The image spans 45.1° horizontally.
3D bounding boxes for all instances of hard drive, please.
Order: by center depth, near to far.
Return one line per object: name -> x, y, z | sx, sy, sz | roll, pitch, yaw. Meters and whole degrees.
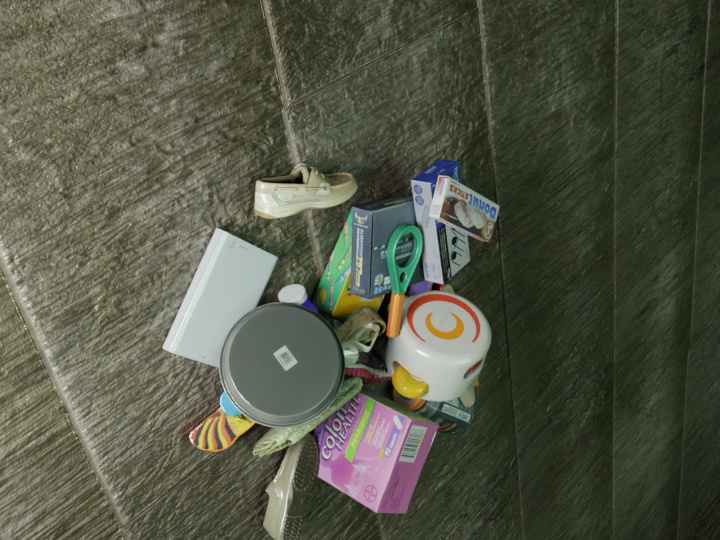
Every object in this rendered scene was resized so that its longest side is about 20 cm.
hard drive -> -0.217, 0.048, 1.364 | 0.132, 0.026, 0.200 | 28, 85, -50

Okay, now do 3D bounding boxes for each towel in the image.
towel -> -0.094, 0.253, 1.514 | 0.200, 0.148, 0.037 | -34, 91, -34

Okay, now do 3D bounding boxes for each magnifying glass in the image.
magnifying glass -> 0.069, 0.018, 1.501 | 0.079, 0.022, 0.201 | -9, 113, -49

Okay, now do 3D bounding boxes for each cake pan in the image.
cake pan -> -0.120, 0.143, 1.356 | 0.200, 0.200, 0.037 | -53, 178, -19

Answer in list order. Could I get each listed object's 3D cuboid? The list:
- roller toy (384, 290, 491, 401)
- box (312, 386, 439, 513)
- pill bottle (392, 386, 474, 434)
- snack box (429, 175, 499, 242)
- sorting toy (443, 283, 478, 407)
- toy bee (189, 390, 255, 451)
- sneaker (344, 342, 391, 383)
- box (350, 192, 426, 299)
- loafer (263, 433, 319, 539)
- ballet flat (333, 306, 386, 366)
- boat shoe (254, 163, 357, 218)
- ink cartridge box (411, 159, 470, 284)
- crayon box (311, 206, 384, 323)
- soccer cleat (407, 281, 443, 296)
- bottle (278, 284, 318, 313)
roller toy -> 0.141, 0.144, 1.602 | 0.182, 0.200, 0.140 | 2, 134, -11
box -> 0.015, 0.323, 1.604 | 0.097, 0.200, 0.176 | 21, 90, -50
pill bottle -> 0.148, 0.272, 1.805 | 0.200, 0.106, 0.106 | 30, 83, -49
snack box -> 0.185, -0.105, 1.526 | 0.200, 0.024, 0.072 | 18, 84, -54
sorting toy -> 0.208, 0.155, 1.806 | 0.185, 0.036, 0.200 | 59, 27, -44
toy bee -> -0.177, 0.225, 1.402 | 0.200, 0.109, 0.131 | -51, 180, 10
sneaker -> 0.011, 0.173, 1.636 | 0.200, 0.080, 0.075 | 18, 62, -58
box -> 0.065, -0.049, 1.528 | 0.200, 0.051, 0.158 | -17, 114, -47
loafer -> -0.133, 0.391, 1.574 | 0.076, 0.068, 0.201 | 39, 60, -50
ballet flat -> -0.019, 0.121, 1.455 | 0.200, 0.065, 0.071 | -39, 153, -46
boat shoe -> -0.085, -0.137, 1.401 | 0.200, 0.072, 0.065 | -18, 120, -37
ink cartridge box -> 0.144, -0.086, 1.536 | 0.094, 0.044, 0.201 | -38, 129, -40
crayon box -> 0.000, 0.000, 1.559 | 0.119, 0.058, 0.200 | 29, 82, -50
soccer cleat -> 0.116, 0.085, 1.712 | 0.067, 0.076, 0.201 | 19, 91, -50
bottle -> -0.092, 0.115, 1.486 | 0.065, 0.083, 0.200 | -40, 133, -30
